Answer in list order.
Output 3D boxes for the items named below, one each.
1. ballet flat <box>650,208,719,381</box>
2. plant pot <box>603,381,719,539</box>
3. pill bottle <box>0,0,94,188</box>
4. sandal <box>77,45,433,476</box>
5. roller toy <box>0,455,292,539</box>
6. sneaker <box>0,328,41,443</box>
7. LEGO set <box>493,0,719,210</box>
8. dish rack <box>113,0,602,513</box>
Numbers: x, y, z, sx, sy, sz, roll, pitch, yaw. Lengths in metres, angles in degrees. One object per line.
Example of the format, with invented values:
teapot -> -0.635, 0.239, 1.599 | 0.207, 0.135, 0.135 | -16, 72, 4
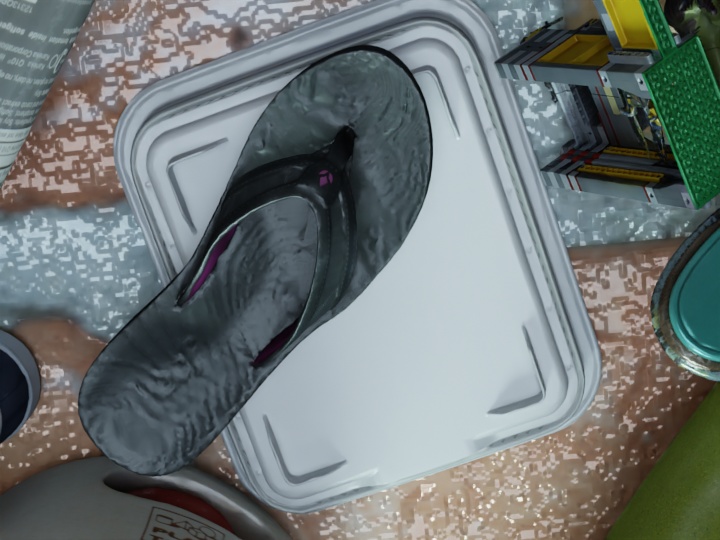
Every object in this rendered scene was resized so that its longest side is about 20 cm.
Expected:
ballet flat -> 0.191, -0.017, 0.727 | 0.199, 0.074, 0.075 | -30, 102, -12
plant pot -> 0.176, 0.138, 0.750 | 0.199, 0.200, 0.195 | 22, 92, -4
pill bottle -> -0.178, -0.085, 0.731 | 0.116, 0.116, 0.201 | 29, 104, -6
sandal -> -0.038, 0.004, 0.740 | 0.075, 0.048, 0.201 | 35, 104, -7
roller toy -> -0.104, 0.179, 0.782 | 0.181, 0.140, 0.202 | -21, 102, 6
sneaker -> -0.238, 0.069, 0.774 | 0.198, 0.109, 0.071 | -10, 103, 4
LEGO set -> 0.110, -0.121, 0.734 | 0.154, 0.116, 0.201 | -43, 116, -18
dish rack -> 0.000, 0.000, 0.785 | 0.170, 0.044, 0.202 | -19, 103, 6
